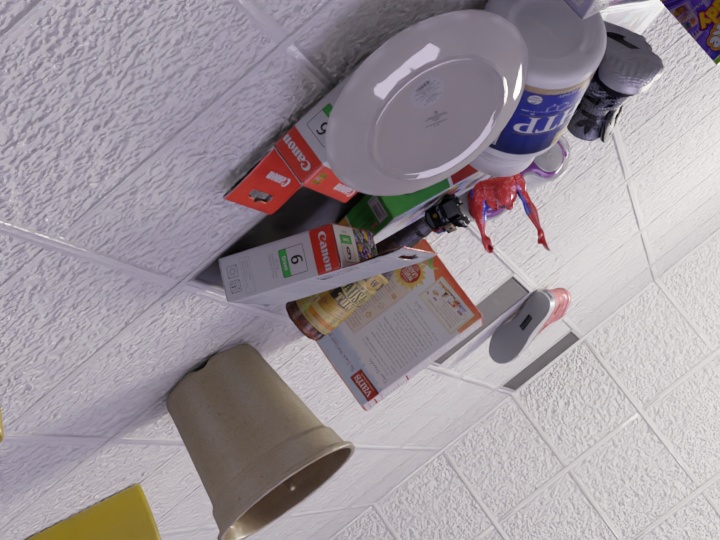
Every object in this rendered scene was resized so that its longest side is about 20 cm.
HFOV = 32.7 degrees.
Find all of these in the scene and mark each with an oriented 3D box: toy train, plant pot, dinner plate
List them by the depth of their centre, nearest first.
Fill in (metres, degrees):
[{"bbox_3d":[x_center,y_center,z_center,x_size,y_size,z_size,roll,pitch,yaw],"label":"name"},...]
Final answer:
[{"bbox_3d":[0.063,-0.134,1.050,0.198,0.024,0.201,-21,143,-17],"label":"dinner plate"},{"bbox_3d":[0.096,-0.059,1.369,0.045,0.034,0.200,-27,177,7],"label":"toy train"},{"bbox_3d":[-0.139,0.202,1.505,0.199,0.184,0.201,-34,164,-11],"label":"plant pot"},{"bbox_3d":[-0.370,0.453,1.719,0.199,0.177,0.200,-23,159,-40],"label":"plant pot"}]

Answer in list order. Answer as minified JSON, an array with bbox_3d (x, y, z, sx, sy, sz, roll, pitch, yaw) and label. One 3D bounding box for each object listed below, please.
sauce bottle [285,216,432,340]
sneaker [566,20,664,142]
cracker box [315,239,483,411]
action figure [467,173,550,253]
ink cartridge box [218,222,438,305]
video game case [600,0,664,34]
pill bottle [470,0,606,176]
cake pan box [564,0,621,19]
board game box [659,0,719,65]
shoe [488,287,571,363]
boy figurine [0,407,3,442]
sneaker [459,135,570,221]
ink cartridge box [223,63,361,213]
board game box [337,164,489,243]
[{"bbox_3d":[0.000,0.000,1.463,0.200,0.066,0.066,-42,163,13],"label":"sauce bottle"},{"bbox_3d":[0.247,-0.178,1.236,0.200,0.075,0.115,-71,-179,-67],"label":"sneaker"},{"bbox_3d":[0.046,0.073,1.629,0.199,0.134,0.058,-36,165,-3],"label":"cracker box"},{"bbox_3d":[0.157,-0.056,1.346,0.065,0.100,0.200,-17,177,3],"label":"action figure"},{"bbox_3d":[-0.032,-0.013,1.250,0.198,0.051,0.109,-17,171,21],"label":"ink cartridge box"},{"bbox_3d":[0.246,-0.242,1.388,0.199,0.023,0.183,-19,156,-47],"label":"video game case"},{"bbox_3d":[0.156,-0.180,1.198,0.119,0.120,0.200,-31,163,-20],"label":"pill bottle"},{"bbox_3d":[0.265,-0.315,1.025,0.199,0.052,0.185,-28,158,-33],"label":"cake pan box"},{"bbox_3d":[0.405,-0.334,1.273,0.045,0.135,0.200,-16,153,-52],"label":"board game box"},{"bbox_3d":[0.343,0.111,2.464,0.090,0.072,0.201,-9,144,-48],"label":"shoe"},{"bbox_3d":[-0.405,0.164,1.063,0.199,0.065,0.125,-25,157,-27],"label":"boy figurine"},{"bbox_3d":[0.179,-0.121,1.532,0.199,0.075,0.099,-32,-172,-30],"label":"sneaker"},{"bbox_3d":[-0.021,-0.109,1.115,0.200,0.051,0.109,-42,162,12],"label":"ink cartridge box"},{"bbox_3d":[0.081,-0.096,1.346,0.199,0.041,0.153,-30,176,-23],"label":"board game box"}]
